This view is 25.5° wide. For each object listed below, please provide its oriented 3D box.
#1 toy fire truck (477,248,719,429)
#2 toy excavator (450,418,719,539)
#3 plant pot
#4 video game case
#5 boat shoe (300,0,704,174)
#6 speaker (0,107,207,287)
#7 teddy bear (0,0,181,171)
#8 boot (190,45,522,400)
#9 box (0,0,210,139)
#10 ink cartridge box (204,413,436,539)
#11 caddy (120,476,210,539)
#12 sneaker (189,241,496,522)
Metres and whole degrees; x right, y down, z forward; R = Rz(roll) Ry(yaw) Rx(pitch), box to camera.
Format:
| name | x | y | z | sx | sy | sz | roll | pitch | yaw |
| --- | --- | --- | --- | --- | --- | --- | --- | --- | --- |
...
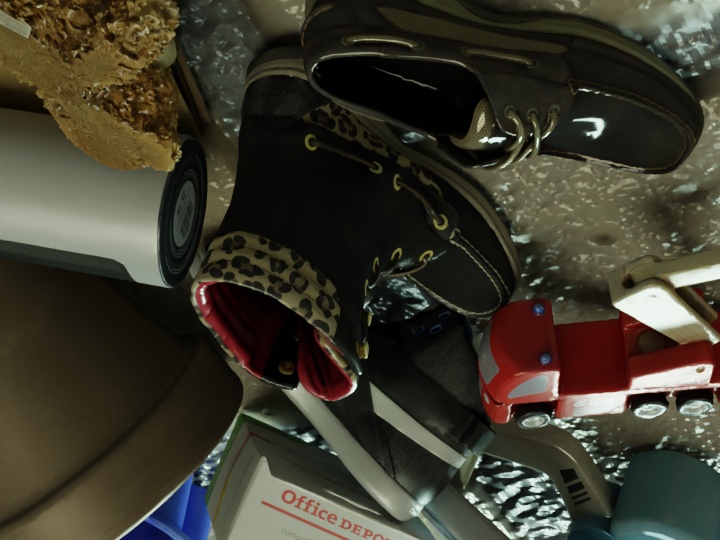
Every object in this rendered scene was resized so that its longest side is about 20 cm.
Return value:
| name | x | y | z | sx | sy | sz | roll | pitch | yaw |
| --- | --- | --- | --- | --- | --- | --- | --- | --- | --- |
| toy fire truck | 0.161 | 0.025 | 0.828 | 0.198 | 0.049 | 0.141 | -4 | 149 | 0 |
| toy excavator | 0.157 | 0.148 | 0.989 | 0.193 | 0.100 | 0.201 | -10 | 121 | 32 |
| plant pot | -0.197 | 0.064 | 0.956 | 0.199 | 0.200 | 0.175 | -26 | 107 | 41 |
| video game case | 0.082 | 0.179 | 0.986 | 0.200 | 0.023 | 0.182 | 40 | 171 | 47 |
| boat shoe | 0.063 | -0.079 | 0.753 | 0.198 | 0.074 | 0.075 | 17 | 142 | 1 |
| speaker | -0.187 | -0.047 | 0.847 | 0.198 | 0.082 | 0.082 | 10 | 141 | 10 |
| teddy bear | -0.145 | -0.129 | 0.730 | 0.200 | 0.067 | 0.144 | 39 | 153 | -28 |
| boot | 0.000 | 0.000 | 0.808 | 0.073 | 0.151 | 0.200 | -19 | 130 | 36 |
| box | -0.194 | -0.129 | 0.831 | 0.198 | 0.021 | 0.164 | 0 | 138 | 21 |
| ink cartridge box | -0.029 | 0.155 | 0.985 | 0.116 | 0.068 | 0.200 | 25 | 180 | -9 |
| caddy | -0.198 | 0.177 | 1.127 | 0.198 | 0.106 | 0.142 | 5 | 141 | 15 |
| sneaker | 0.000 | 0.036 | 0.926 | 0.200 | 0.112 | 0.073 | 48 | 179 | 7 |
